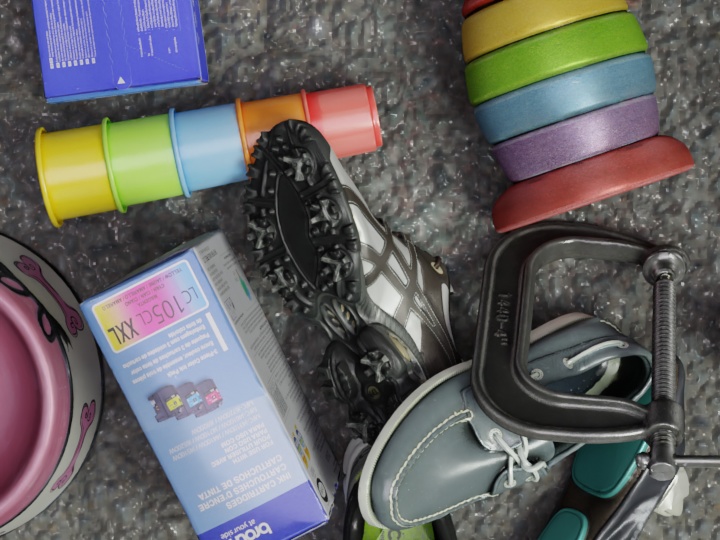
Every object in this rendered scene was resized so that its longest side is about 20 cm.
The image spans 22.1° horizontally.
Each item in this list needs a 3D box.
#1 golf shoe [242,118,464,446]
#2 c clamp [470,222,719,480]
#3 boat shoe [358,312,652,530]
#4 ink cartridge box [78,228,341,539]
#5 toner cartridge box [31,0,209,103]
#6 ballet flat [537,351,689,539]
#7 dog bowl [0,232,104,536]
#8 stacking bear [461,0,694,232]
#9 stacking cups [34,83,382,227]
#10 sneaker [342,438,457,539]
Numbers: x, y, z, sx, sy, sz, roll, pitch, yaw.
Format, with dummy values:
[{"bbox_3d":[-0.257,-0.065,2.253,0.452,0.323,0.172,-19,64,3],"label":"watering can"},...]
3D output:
[{"bbox_3d":[0.000,0.000,1.073,0.078,0.094,0.201,-12,104,39],"label":"golf shoe"},{"bbox_3d":[0.146,0.042,1.033,0.170,0.200,0.027,-2,133,4],"label":"c clamp"},{"bbox_3d":[0.085,0.086,1.035,0.200,0.062,0.073,-30,121,-30],"label":"boat shoe"},{"bbox_3d":[-0.074,0.084,1.051,0.076,0.136,0.201,-28,94,5],"label":"ink cartridge box"},{"bbox_3d":[-0.149,-0.203,1.074,0.095,0.043,0.201,-7,95,2],"label":"toner cartridge box"},{"bbox_3d":[0.150,0.145,1.095,0.073,0.073,0.201,29,89,-2],"label":"ballet flat"},{"bbox_3d":[-0.255,0.072,1.085,0.199,0.074,0.201,0,96,0],"label":"dog bowl"},{"bbox_3d":[0.105,-0.135,1.049,0.121,0.114,0.201,-18,90,2],"label":"stacking bear"},{"bbox_3d":[-0.087,-0.068,1.080,0.199,0.061,0.061,-8,95,-1],"label":"stacking cups"},{"bbox_3d":[0.025,0.194,1.084,0.073,0.087,0.201,-6,95,1],"label":"sneaker"}]
